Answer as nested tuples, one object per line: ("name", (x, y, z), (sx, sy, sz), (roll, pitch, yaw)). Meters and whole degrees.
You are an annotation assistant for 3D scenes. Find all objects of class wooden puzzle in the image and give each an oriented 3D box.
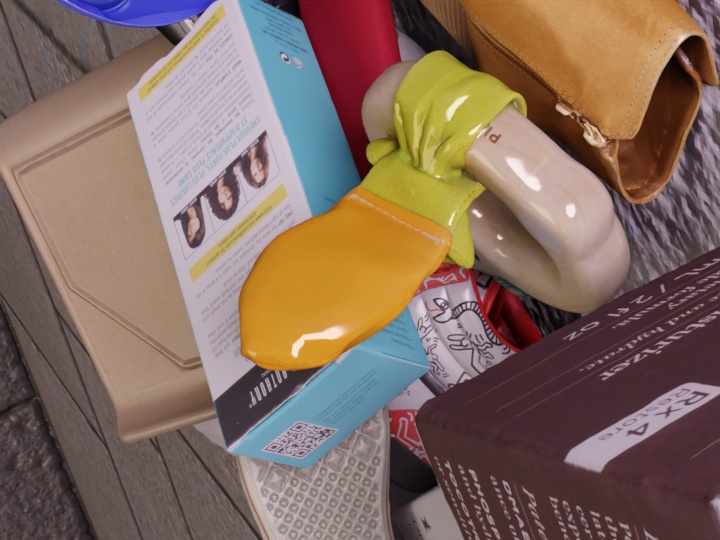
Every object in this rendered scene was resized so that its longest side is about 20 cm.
("wooden puzzle", (-0.108, -0.017, 0.990), (0.184, 0.037, 0.202), (-19, 94, 42))

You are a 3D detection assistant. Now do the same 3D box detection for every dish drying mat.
("dish drying mat", (-0.009, -0.137, 0.817), (0.077, 0.018, 0.202), (159, 103, -64))

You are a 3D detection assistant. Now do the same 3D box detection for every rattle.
("rattle", (0.030, 0.010, 0.728), (0.129, 0.144, 0.200), (24, 166, 3))

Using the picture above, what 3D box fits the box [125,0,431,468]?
("box", (-0.040, -0.022, 0.788), (0.082, 0.049, 0.201), (-40, 52, 29))

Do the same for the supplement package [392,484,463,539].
("supplement package", (0.106, 0.119, 0.772), (0.118, 0.117, 0.200), (63, 163, 8))

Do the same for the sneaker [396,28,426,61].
("sneaker", (0.000, -0.057, 0.928), (0.089, 0.074, 0.201), (56, 151, 29))

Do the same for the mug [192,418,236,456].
("mug", (-0.040, 0.022, 1.068), (0.175, 0.147, 0.201), (39, 127, 34))

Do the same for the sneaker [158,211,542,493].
("sneaker", (0.001, 0.000, 0.862), (0.202, 0.108, 0.067), (47, -155, 5))

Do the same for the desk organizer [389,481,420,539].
("desk organizer", (0.056, 0.127, 0.920), (0.071, 0.077, 0.202), (-11, 71, 42))

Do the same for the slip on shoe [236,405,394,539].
("slip on shoe", (-0.016, 0.108, 0.834), (0.061, 0.073, 0.202), (180, 75, -79))

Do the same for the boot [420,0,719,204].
("boot", (0.068, -0.125, 0.634), (0.144, 0.071, 0.202), (45, 161, 35))

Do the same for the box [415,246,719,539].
("box", (0.145, 0.087, 0.518), (0.165, 0.165, 0.200), (67, 163, -9))

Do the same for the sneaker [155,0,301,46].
("sneaker", (-0.106, -0.160, 0.903), (0.200, 0.072, 0.083), (48, 144, 2))

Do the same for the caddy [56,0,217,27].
("caddy", (-0.108, -0.213, 0.811), (0.105, 0.140, 0.202), (-17, 89, 59))
